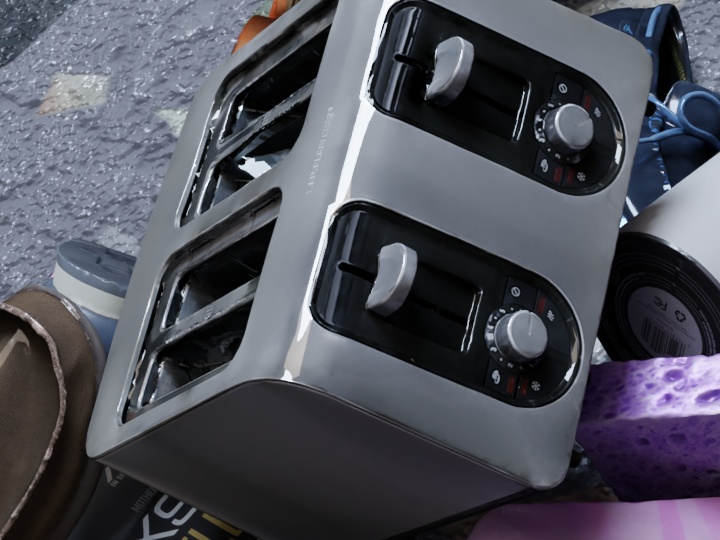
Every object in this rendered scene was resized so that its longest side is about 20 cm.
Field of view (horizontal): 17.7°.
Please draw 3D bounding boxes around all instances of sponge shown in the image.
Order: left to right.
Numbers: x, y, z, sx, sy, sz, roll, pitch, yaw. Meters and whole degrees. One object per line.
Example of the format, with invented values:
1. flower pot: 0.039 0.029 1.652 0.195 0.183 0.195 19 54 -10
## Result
1. sponge: 0.184 0.067 0.820 0.200 0.112 0.030 -5 52 23

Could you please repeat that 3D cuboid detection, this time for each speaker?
1. speaker: 0.180 -0.027 0.896 0.081 0.081 0.200 22 46 40

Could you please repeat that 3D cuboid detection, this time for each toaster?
1. toaster: 0.000 0.000 0.846 0.200 0.119 0.181 -28 40 56

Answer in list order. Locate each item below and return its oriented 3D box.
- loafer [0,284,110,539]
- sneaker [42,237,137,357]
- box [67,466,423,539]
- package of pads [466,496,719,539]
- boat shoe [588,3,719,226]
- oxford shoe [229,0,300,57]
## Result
1. loafer: -0.159 0.098 0.872 0.073 0.071 0.200 27 94 29
2. sneaker: -0.111 0.033 0.993 0.070 0.200 0.082 19 92 4
3. box: -0.085 0.158 0.920 0.158 0.050 0.200 24 64 42
4. package of pads: 0.106 0.170 0.768 0.120 0.076 0.200 -1 44 -11
5. boat shoe: 0.130 -0.058 0.988 0.069 0.084 0.200 -26 45 11
6. oxford shoe: -0.015 -0.096 1.096 0.073 0.071 0.200 16 25 3
